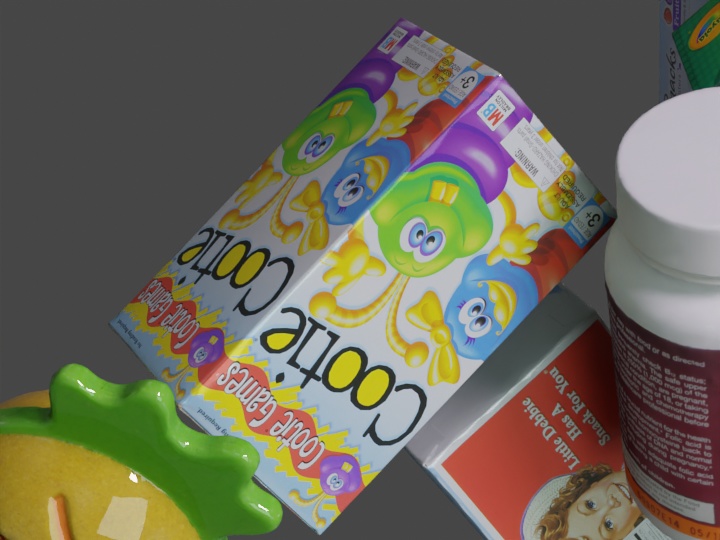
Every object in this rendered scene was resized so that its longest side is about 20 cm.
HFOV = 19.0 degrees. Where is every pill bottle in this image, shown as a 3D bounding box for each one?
[{"bbox_3d":[0.170,0.024,0.970,0.114,0.114,0.201,-25,133,-15],"label":"pill bottle"}]

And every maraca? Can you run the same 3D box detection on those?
[{"bbox_3d":[-0.115,0.102,0.938,0.137,0.200,0.107,33,50,-17],"label":"maraca"}]

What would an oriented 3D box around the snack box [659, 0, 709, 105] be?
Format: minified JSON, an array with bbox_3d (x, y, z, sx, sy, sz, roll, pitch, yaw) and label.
[{"bbox_3d":[0.222,-0.092,1.085,0.142,0.053,0.201,-12,115,-20],"label":"snack box"}]

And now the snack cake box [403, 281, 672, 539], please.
[{"bbox_3d":[0.113,0.110,1.107,0.115,0.067,0.200,-41,122,-3],"label":"snack cake box"}]

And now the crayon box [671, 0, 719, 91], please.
[{"bbox_3d":[0.258,-0.087,1.014,0.200,0.058,0.119,30,121,-32],"label":"crayon box"}]

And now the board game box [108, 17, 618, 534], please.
[{"bbox_3d":[0.000,0.000,0.985,0.200,0.105,0.103,-47,122,-3],"label":"board game box"}]
